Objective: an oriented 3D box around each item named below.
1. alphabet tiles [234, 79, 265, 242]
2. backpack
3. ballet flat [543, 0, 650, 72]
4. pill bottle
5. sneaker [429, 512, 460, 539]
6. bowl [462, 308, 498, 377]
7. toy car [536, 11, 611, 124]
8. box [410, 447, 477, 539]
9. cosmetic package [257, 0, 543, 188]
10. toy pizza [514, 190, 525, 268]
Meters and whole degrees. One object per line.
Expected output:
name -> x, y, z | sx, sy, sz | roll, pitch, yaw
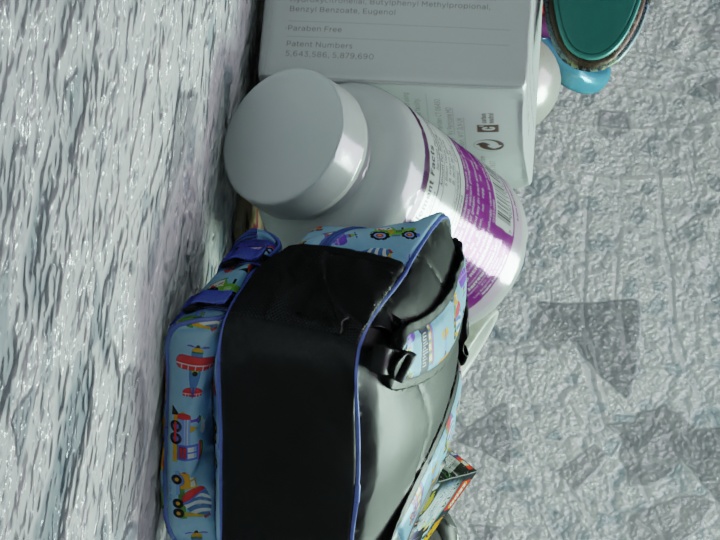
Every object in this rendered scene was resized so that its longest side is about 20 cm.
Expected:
alphabet tiles -> -0.061, -0.059, 1.623 | 0.201, 0.007, 0.168 | -80, 174, -47
backpack -> -0.015, 0.056, 1.381 | 0.200, 0.133, 0.184 | -57, 153, -57
ballet flat -> 0.150, -0.212, 1.604 | 0.074, 0.074, 0.202 | 81, 16, -73
pill bottle -> 0.007, -0.043, 1.497 | 0.200, 0.112, 0.113 | 32, 60, -51
sneaker -> -0.003, 0.252, 1.876 | 0.200, 0.074, 0.079 | -46, 170, 9
bowl -> 0.039, 0.036, 1.919 | 0.201, 0.107, 0.200 | -56, 172, -13
toy car -> 0.136, -0.207, 1.873 | 0.175, 0.149, 0.201 | -85, 170, -58
box -> -0.005, 0.210, 1.749 | 0.201, 0.040, 0.137 | -55, 167, 10
cosmetic package -> 0.032, -0.176, 1.588 | 0.165, 0.163, 0.202 | 77, 17, -70
toy pizza -> 0.067, -0.081, 1.866 | 0.201, 0.032, 0.201 | 56, 22, -35
